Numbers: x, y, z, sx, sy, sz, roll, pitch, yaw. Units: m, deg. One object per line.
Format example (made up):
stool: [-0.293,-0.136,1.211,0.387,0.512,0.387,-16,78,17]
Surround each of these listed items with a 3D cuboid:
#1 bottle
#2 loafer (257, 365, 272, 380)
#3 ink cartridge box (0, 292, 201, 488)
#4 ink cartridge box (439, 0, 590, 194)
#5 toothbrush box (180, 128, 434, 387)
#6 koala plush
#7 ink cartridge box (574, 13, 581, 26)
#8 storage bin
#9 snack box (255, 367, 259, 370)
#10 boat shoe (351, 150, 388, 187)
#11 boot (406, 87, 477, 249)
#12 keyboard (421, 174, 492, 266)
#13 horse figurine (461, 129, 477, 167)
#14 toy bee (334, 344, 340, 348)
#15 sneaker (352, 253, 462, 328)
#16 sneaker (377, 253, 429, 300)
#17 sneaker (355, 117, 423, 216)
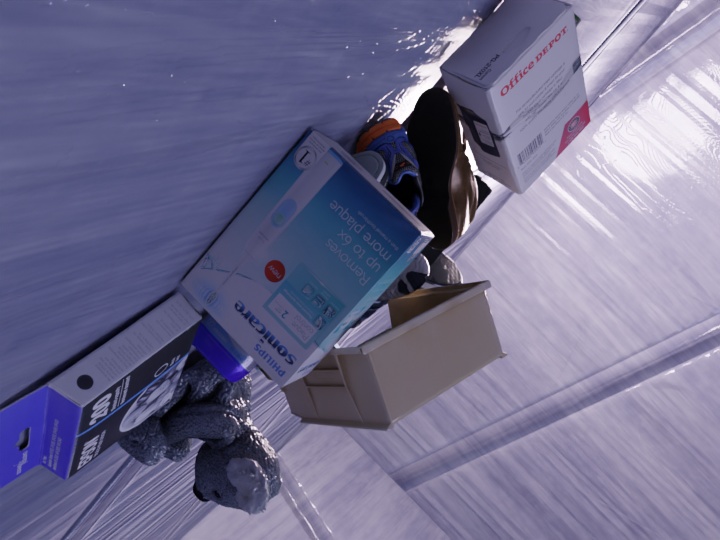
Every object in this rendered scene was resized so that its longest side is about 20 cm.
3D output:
bottle: [-0.106,0.038,0.874,0.200,0.084,0.065,-44,170,-10]
loafer: [-0.134,0.110,1.082,0.067,0.076,0.200,-39,170,-6]
ink cartridge box: [-0.258,0.133,0.727,0.200,0.043,0.198,-37,168,-39]
ink cartridge box: [0.196,-0.215,0.905,0.145,0.084,0.200,-46,143,-8]
toothbrush box: [-0.051,-0.011,0.720,0.200,0.146,0.085,-47,170,11]
koala plush: [-0.178,0.230,0.968,0.184,0.200,0.177,-40,170,-9]
ink cartridge box: [0.230,-0.288,1.069,0.104,0.059,0.200,-44,171,-23]
storage bin: [0.030,0.096,0.860,0.199,0.094,0.198,-24,-171,-37]
snack box: [-0.118,0.109,1.276,0.116,0.037,0.200,-48,171,8]
boat shoe: [-0.041,-0.046,0.804,0.200,0.076,0.060,-39,136,14]
boot: [0.107,-0.132,0.921,0.075,0.073,0.201,-30,124,-41]
keyboard: [0.095,-0.058,1.020,0.200,0.040,0.104,-51,151,6]
horse figurine: [0.167,-0.217,1.036,0.200,0.050,0.133,62,38,-76]
toy bee: [-0.077,0.099,0.998,0.130,0.109,0.201,-21,136,-14]
sneaker: [0.047,0.028,1.142,0.201,0.077,0.146,4,145,-34]
sneaker: [0.000,0.000,0.977,0.198,0.080,0.130,-12,-177,16]
sneaker: [0.038,-0.083,0.867,0.075,0.079,0.200,-25,149,-5]
